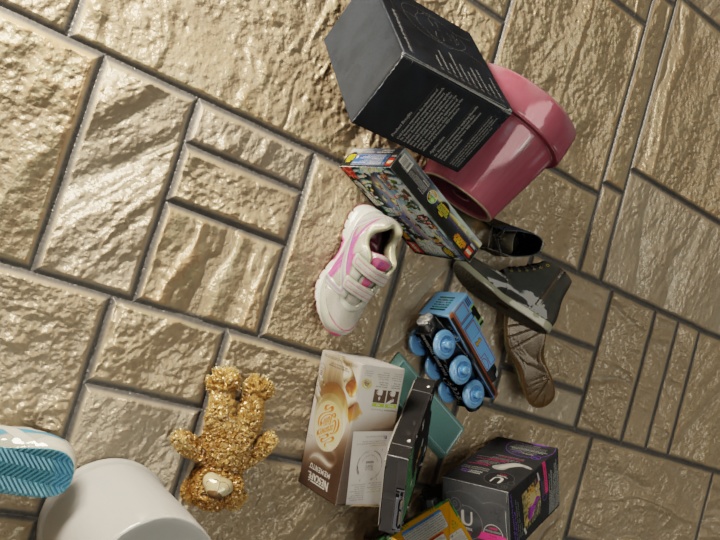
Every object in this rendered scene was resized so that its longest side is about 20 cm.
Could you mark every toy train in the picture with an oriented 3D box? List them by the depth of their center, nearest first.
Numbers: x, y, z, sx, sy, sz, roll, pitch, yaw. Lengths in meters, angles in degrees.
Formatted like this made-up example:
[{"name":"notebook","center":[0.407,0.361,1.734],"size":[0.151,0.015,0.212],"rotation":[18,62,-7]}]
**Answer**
[{"name":"toy train","center":[0.159,0.132,1.300],"size":[0.114,0.086,0.201],"rotation":[-46,117,-27]}]

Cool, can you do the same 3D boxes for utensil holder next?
[{"name":"utensil holder","center":[-0.278,0.334,0.963],"size":[0.169,0.199,0.172],"rotation":[-4,97,-33]}]

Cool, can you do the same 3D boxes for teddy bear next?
[{"name":"teddy bear","center":[-0.180,0.230,1.096],"size":[0.145,0.067,0.201],"rotation":[37,75,-28]}]

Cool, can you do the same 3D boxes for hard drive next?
[{"name":"hard drive","center":[0.069,0.269,1.194],"size":[0.200,0.037,0.141],"rotation":[-60,157,-60]}]

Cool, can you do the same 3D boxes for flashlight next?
[{"name":"flashlight","center":[0.139,0.457,1.338],"size":[0.067,0.068,0.202],"rotation":[-14,98,-27]}]

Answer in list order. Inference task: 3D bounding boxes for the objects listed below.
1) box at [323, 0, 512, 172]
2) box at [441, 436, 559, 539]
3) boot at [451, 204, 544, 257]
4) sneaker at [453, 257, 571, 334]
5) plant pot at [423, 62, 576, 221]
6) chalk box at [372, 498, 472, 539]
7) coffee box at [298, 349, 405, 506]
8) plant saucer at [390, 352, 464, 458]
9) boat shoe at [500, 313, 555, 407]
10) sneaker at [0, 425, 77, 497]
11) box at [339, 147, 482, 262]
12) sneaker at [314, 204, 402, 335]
[{"name":"box","center":[0.075,-0.270,1.115],"size":[0.195,0.201,0.124],"rotation":[20,127,-34]},{"name":"box","center":[0.232,0.361,1.316],"size":[0.199,0.121,0.107],"rotation":[-14,104,-52]},{"name":"boot","center":[0.203,-0.065,1.297],"size":[0.198,0.097,0.076],"rotation":[12,89,-34]},{"name":"sneaker","center":[0.250,0.010,1.336],"size":[0.199,0.075,0.107],"rotation":[34,76,-13]},{"name":"plant pot","center":[0.195,-0.184,1.228],"size":[0.200,0.200,0.180],"rotation":[38,85,-30]},{"name":"chalk box","center":[0.080,0.451,1.240],"size":[0.124,0.200,0.125],"rotation":[-22,74,-31]},{"name":"coffee box","center":[-0.014,0.227,1.177],"size":[0.079,0.114,0.202],"rotation":[11,89,-33]},{"name":"plant saucer","center":[0.101,0.223,1.310],"size":[0.070,0.019,0.200],"rotation":[-50,120,-18]},{"name":"boat shoe","center":[0.285,0.138,1.404],"size":[0.072,0.063,0.202],"rotation":[-13,101,-5]},{"name":"sneaker","center":[-0.428,0.211,0.928],"size":[0.198,0.081,0.077],"rotation":[19,87,-14]},{"name":"box","center":[0.073,-0.096,1.184],"size":[0.200,0.137,0.040],"rotation":[47,73,-28]},{"name":"sneaker","center":[0.000,0.000,1.175],"size":[0.081,0.088,0.202],"rotation":[22,83,-33]}]
